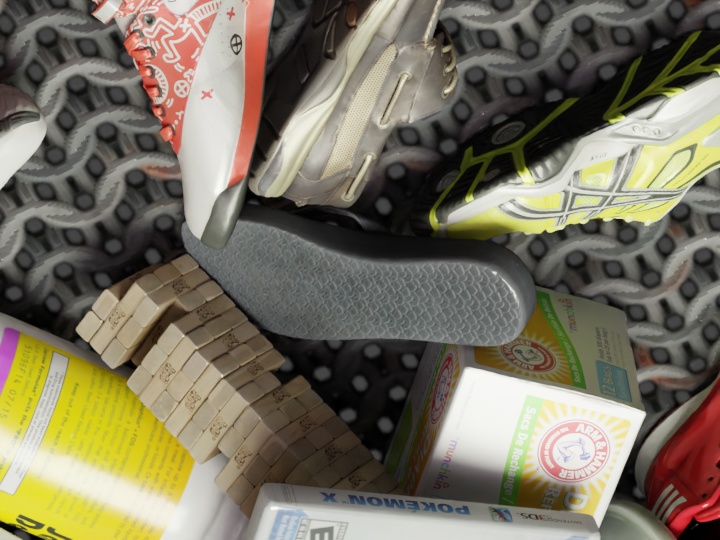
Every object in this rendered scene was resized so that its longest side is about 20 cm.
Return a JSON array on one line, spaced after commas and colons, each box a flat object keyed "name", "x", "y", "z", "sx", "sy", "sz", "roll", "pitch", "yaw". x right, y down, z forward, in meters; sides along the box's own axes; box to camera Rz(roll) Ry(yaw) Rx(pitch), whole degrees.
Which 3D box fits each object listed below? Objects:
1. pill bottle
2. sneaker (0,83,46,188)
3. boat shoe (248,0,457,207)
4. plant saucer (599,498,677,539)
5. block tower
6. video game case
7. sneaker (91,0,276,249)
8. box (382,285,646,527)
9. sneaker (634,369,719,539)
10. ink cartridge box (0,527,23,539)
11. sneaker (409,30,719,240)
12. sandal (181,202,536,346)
[{"name": "pill bottle", "x": -0.140, "y": 0.103, "z": 1.528, "sx": 0.200, "sy": 0.104, "sz": 0.104, "roll": 24, "pitch": 116, "yaw": -14}, {"name": "sneaker", "x": -0.232, "y": -0.025, "z": 1.484, "sx": 0.200, "sy": 0.075, "sz": 0.087, "roll": -37, "pitch": 126, "yaw": 25}, {"name": "boat shoe", "x": 0.011, "y": -0.113, "z": 1.439, "sx": 0.073, "sy": 0.075, "sz": 0.200, "roll": 20, "pitch": 126, "yaw": -24}, {"name": "plant saucer", "x": 0.142, "y": 0.227, "z": 1.545, "sx": 0.050, "sy": 0.200, "sz": 0.200, "roll": -11, "pitch": 121, "yaw": -20}, {"name": "block tower", "x": -0.059, "y": 0.079, "z": 1.486, "sx": 0.200, "sy": 0.058, "sz": 0.054, "roll": 45, "pitch": 125, "yaw": 10}, {"name": "video game case", "x": 0.011, "y": 0.201, "z": 1.469, "sx": 0.182, "sy": 0.022, "sz": 0.200, "roll": 7, "pitch": 122, "yaw": -19}, {"name": "sneaker", "x": -0.099, "y": -0.116, "z": 1.411, "sx": 0.108, "sy": 0.067, "sz": 0.202, "roll": 8, "pitch": 100, "yaw": -5}, {"name": "box", "x": 0.072, "y": 0.117, "z": 1.539, "sx": 0.101, "sy": 0.113, "sz": 0.200, "roll": 14, "pitch": 117, "yaw": -9}, {"name": "sneaker", "x": 0.224, "y": 0.082, "z": 1.521, "sx": 0.078, "sy": 0.116, "sz": 0.200, "roll": 22, "pitch": 116, "yaw": -13}, {"name": "ink cartridge box", "x": -0.226, "y": 0.219, "z": 1.557, "sx": 0.145, "sy": 0.083, "sz": 0.200, "roll": 30, "pitch": 142, "yaw": -17}, {"name": "sneaker", "x": 0.122, "y": -0.049, "z": 1.468, "sx": 0.200, "sy": 0.075, "sz": 0.076, "roll": -23, "pitch": 117, "yaw": 12}, {"name": "sandal", "x": 0.000, "y": 0.001, "z": 1.484, "sx": 0.200, "sy": 0.043, "sz": 0.076, "roll": 11, "pitch": 131, "yaw": 22}]
